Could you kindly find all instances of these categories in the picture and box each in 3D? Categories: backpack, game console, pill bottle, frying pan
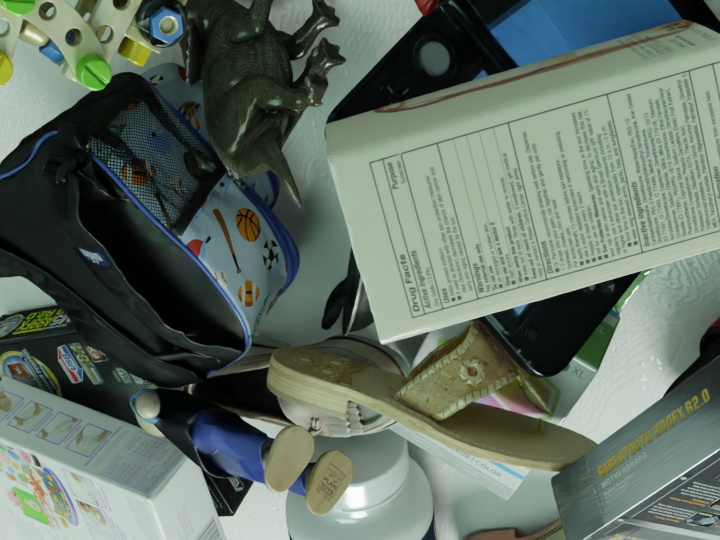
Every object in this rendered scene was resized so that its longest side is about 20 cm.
[{"bbox_3d":[-0.137,-0.023,0.860,0.191,0.154,0.199,52,145,-15],"label":"backpack"},{"bbox_3d":[0.112,-0.067,0.719,0.200,0.173,0.118,48,159,-13],"label":"game console"},{"bbox_3d":[0.003,0.201,0.993,0.110,0.111,0.201,9,129,22],"label":"pill bottle"},{"bbox_3d":[-0.001,0.011,0.847,0.031,0.116,0.191,9,134,-4],"label":"frying pan"}]

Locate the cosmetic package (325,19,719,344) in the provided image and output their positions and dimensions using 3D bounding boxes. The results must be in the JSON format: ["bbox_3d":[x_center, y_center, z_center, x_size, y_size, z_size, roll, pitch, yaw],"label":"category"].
[{"bbox_3d":[0.089,-0.047,0.670,0.198,0.087,0.104,-15,107,2],"label":"cosmetic package"}]

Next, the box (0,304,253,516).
[{"bbox_3d":[-0.197,0.117,1.079,0.159,0.044,0.201,-9,121,33],"label":"box"}]

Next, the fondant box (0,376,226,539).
[{"bbox_3d":[-0.204,0.176,1.040,0.198,0.058,0.145,14,136,29],"label":"fondant box"}]

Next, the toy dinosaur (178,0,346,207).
[{"bbox_3d":[-0.060,-0.105,0.775,0.102,0.077,0.201,-41,60,32],"label":"toy dinosaur"}]

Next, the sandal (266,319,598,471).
[{"bbox_3d":[0.050,0.061,0.800,0.210,0.078,0.070,13,105,5],"label":"sandal"}]

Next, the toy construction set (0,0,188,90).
[{"bbox_3d":[-0.141,-0.181,0.718,0.130,0.092,0.200,23,115,-34],"label":"toy construction set"}]

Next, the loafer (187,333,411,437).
[{"bbox_3d":[-0.045,0.085,0.918,0.199,0.063,0.073,0,107,51],"label":"loafer"}]

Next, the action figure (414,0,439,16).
[{"bbox_3d":[-0.010,-0.234,0.669,0.200,0.065,0.099,42,139,5],"label":"action figure"}]

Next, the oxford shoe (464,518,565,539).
[{"bbox_3d":[0.145,0.226,0.962,0.199,0.074,0.071,-25,112,40],"label":"oxford shoe"}]

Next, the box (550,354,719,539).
[{"bbox_3d":[0.236,0.119,0.768,0.199,0.049,0.158,16,137,-31],"label":"box"}]

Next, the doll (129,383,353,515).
[{"bbox_3d":[-0.092,0.116,0.899,0.199,0.049,0.136,12,160,48],"label":"doll"}]

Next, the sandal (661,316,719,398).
[{"bbox_3d":[0.238,0.049,0.794,0.075,0.045,0.201,25,128,6],"label":"sandal"}]

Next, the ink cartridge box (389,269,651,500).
[{"bbox_3d":[0.097,0.050,0.856,0.103,0.059,0.201,30,134,5],"label":"ink cartridge box"}]
